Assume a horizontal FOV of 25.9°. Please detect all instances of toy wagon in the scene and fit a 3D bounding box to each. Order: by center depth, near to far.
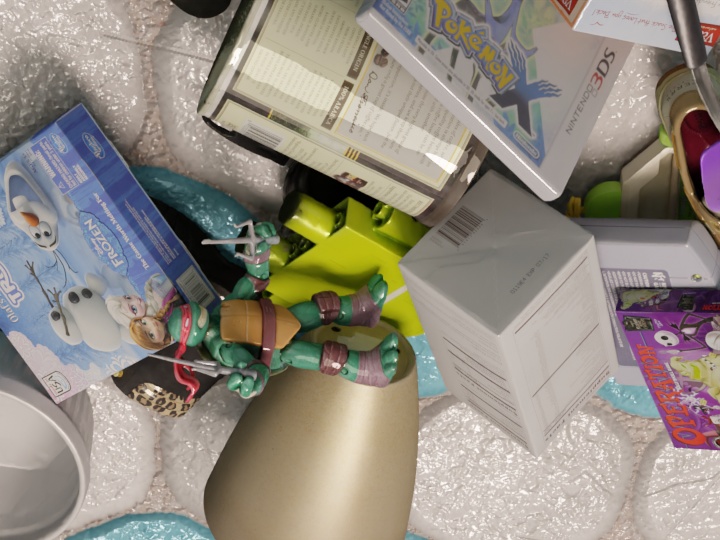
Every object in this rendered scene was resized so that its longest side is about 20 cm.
[{"bbox_3d":[0.266,-0.052,1.281,0.198,0.040,0.156,1,124,5],"label":"toy wagon"}]

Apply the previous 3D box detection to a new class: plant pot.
[{"bbox_3d":[-0.022,0.142,1.342,0.186,0.188,0.201,16,125,-6],"label":"plant pot"}]

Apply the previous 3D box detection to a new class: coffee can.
[{"bbox_3d":[-0.004,-0.141,1.178,0.199,0.147,0.147,25,122,-12],"label":"coffee can"}]

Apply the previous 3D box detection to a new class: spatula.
[{"bbox_3d":[0.249,-0.133,1.124,0.056,0.021,0.201,-28,111,-10],"label":"spatula"}]

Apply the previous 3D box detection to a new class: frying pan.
[{"bbox_3d":[-0.044,-0.071,1.296,0.188,0.031,0.116,12,126,-2],"label":"frying pan"}]

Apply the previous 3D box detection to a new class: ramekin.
[{"bbox_3d":[-0.337,0.148,1.425,0.198,0.105,0.202,2,124,3],"label":"ramekin"}]

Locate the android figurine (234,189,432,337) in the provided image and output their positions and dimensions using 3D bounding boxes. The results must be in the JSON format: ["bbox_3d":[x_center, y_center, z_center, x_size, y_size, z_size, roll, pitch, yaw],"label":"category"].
[{"bbox_3d":[0.000,0.000,1.306,0.199,0.041,0.182,26,141,-29],"label":"android figurine"}]

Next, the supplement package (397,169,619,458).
[{"bbox_3d":[0.122,0.039,1.247,0.114,0.109,0.201,-44,147,-15],"label":"supplement package"}]

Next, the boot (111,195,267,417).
[{"bbox_3d":[-0.175,0.035,1.358,0.199,0.073,0.150,37,120,-23],"label":"boot"}]

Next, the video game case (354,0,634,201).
[{"bbox_3d":[0.108,-0.182,1.132,0.200,0.183,0.022,41,150,-21],"label":"video game case"}]

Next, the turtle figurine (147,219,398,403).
[{"bbox_3d":[-0.074,0.040,1.218,0.198,0.151,0.101,6,155,-19],"label":"turtle figurine"}]

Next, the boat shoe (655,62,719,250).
[{"bbox_3d":[0.282,-0.063,1.206,0.074,0.067,0.201,-26,117,20],"label":"boat shoe"}]

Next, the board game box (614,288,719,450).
[{"bbox_3d":[0.293,0.086,1.290,0.119,0.032,0.201,4,143,32],"label":"board game box"}]

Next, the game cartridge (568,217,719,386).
[{"bbox_3d":[0.242,0.028,1.291,0.132,0.041,0.201,6,144,27],"label":"game cartridge"}]

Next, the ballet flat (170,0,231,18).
[{"bbox_3d":[-0.146,-0.266,1.153,0.067,0.069,0.201,-12,122,11],"label":"ballet flat"}]

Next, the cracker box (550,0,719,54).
[{"bbox_3d":[0.234,-0.256,1.106,0.133,0.058,0.201,5,128,-32],"label":"cracker box"}]

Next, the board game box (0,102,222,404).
[{"bbox_3d":[-0.241,-0.008,1.293,0.198,0.043,0.201,-27,103,38],"label":"board game box"}]
